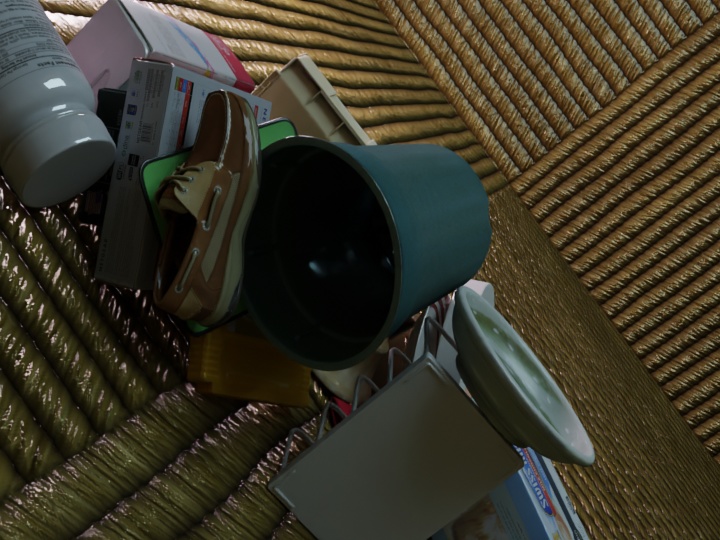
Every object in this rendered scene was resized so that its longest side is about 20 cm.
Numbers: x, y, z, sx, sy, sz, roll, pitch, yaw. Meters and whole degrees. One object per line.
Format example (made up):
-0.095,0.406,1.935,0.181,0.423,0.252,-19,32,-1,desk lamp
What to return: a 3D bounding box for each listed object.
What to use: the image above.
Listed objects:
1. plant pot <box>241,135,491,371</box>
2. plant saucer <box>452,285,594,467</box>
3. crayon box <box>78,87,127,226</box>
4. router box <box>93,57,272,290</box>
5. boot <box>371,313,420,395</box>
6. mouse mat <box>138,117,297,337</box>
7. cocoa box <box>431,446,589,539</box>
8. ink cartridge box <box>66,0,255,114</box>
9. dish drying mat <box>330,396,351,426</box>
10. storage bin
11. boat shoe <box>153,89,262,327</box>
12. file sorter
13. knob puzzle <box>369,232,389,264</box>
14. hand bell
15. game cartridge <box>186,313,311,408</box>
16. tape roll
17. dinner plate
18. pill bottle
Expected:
0.013,-0.032,0.929,0.195,0.200,0.202,-18,70,-51,plant pot
0.139,0.108,0.932,0.201,0.050,0.201,48,13,-15,plant saucer
-0.193,-0.102,1.015,0.050,0.130,0.199,11,4,24,crayon box
-0.165,-0.082,0.965,0.048,0.205,0.179,12,2,24,router box
0.071,0.139,1.316,0.156,0.076,0.202,53,18,-32,boot
-0.110,-0.045,0.937,0.198,0.007,0.164,-26,105,-44,mouse mat
0.155,0.272,1.125,0.203,0.132,0.131,65,21,12,cocoa box
-0.225,-0.191,1.061,0.086,0.147,0.199,54,18,17,ink cartridge box
0.035,0.210,1.165,0.199,0.018,0.078,33,28,-44,dish drying mat
-0.075,-0.125,1.222,0.201,0.198,0.094,51,23,-1,storage bin
-0.135,-0.056,0.856,0.073,0.075,0.205,12,78,-38,boat shoe
0.034,0.167,0.965,0.139,0.199,0.125,47,15,-12,file sorter
0.000,0.000,1.130,0.030,0.221,0.220,33,22,-10,knob puzzle
0.034,0.049,1.147,0.104,0.200,0.105,37,19,-15,hand bell
-0.098,0.027,0.991,0.175,0.032,0.205,20,70,-57,game cartridge
0.131,0.112,1.270,0.036,0.208,0.202,10,11,16,tape roll
0.074,0.117,1.182,0.024,0.205,0.200,11,10,16,dinner plate
-0.305,-0.165,0.879,0.202,0.113,0.113,57,19,11,pill bottle
